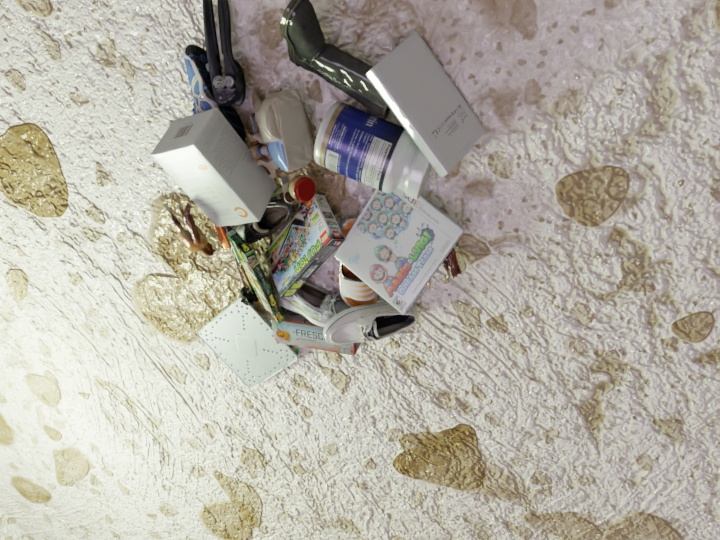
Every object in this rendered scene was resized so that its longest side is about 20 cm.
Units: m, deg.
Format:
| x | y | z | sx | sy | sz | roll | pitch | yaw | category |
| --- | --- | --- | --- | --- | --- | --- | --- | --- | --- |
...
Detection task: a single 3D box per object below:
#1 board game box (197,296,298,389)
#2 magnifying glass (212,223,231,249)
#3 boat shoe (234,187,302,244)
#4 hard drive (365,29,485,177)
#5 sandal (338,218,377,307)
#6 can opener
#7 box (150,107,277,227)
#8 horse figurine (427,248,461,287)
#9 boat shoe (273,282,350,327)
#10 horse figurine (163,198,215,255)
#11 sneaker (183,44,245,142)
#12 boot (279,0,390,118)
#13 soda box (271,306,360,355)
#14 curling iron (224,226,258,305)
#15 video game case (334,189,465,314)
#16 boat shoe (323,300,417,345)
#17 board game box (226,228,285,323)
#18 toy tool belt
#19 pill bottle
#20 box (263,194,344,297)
| x | y | z | sx | sy | sz | roll | pitch | yaw | category |
| --- | --- | --- | --- | --- | --- | --- | --- | --- | --- |
| -0.272 | 0.175 | 1.457 | 0.199 | 0.026 | 0.201 | -34 | 103 | 33 | board game box |
| -0.323 | -0.140 | 1.290 | 0.078 | 0.022 | 0.203 | -9 | 117 | 26 | magnifying glass |
| -0.203 | -0.105 | 1.235 | 0.199 | 0.065 | 0.073 | -33 | 106 | 35 | boat shoe |
| 0.110 | -0.270 | 0.973 | 0.201 | 0.132 | 0.027 | 51 | 149 | -13 | hard drive |
| -0.008 | 0.001 | 1.211 | 0.077 | 0.060 | 0.210 | -11 | 119 | -4 | sandal |
| -0.250 | -0.395 | 1.073 | 0.062 | 0.079 | 0.204 | -11 | 108 | -3 | can opener |
| -0.272 | -0.189 | 1.143 | 0.122 | 0.099 | 0.201 | -3 | 140 | 33 | box |
| 0.104 | -0.034 | 1.162 | 0.196 | 0.050 | 0.135 | 2 | 112 | 28 | horse figurine |
| -0.096 | 0.063 | 1.292 | 0.199 | 0.075 | 0.066 | 23 | 130 | 16 | boat shoe |
| -0.352 | -0.083 | 1.246 | 0.134 | 0.050 | 0.200 | 58 | 167 | -8 | horse figurine |
| -0.291 | -0.318 | 1.134 | 0.076 | 0.076 | 0.203 | -10 | 115 | 22 | sneaker |
| -0.029 | -0.340 | 0.979 | 0.199 | 0.182 | 0.073 | 38 | 86 | 7 | boot |
| -0.094 | 0.129 | 1.332 | 0.196 | 0.069 | 0.065 | 7 | 122 | 17 | soda box |
| -0.263 | -0.010 | 1.331 | 0.025 | 0.050 | 0.204 | 0 | 117 | 22 | curling iron |
| 0.069 | -0.051 | 1.129 | 0.181 | 0.024 | 0.202 | 39 | 111 | 12 | video game case |
| 0.022 | 0.114 | 1.226 | 0.196 | 0.066 | 0.073 | -13 | 117 | -6 | boat shoe |
| -0.221 | 0.014 | 1.279 | 0.105 | 0.023 | 0.202 | 43 | 158 | 47 | board game box |
| -0.148 | -0.232 | 1.122 | 0.122 | 0.124 | 0.204 | 19 | 128 | 48 | toy tool belt |
| 0.027 | -0.205 | 1.052 | 0.197 | 0.116 | 0.117 | 23 | 126 | 6 | pill bottle |
| -0.118 | -0.048 | 1.220 | 0.200 | 0.034 | 0.111 | -45 | 60 | 35 | box |
